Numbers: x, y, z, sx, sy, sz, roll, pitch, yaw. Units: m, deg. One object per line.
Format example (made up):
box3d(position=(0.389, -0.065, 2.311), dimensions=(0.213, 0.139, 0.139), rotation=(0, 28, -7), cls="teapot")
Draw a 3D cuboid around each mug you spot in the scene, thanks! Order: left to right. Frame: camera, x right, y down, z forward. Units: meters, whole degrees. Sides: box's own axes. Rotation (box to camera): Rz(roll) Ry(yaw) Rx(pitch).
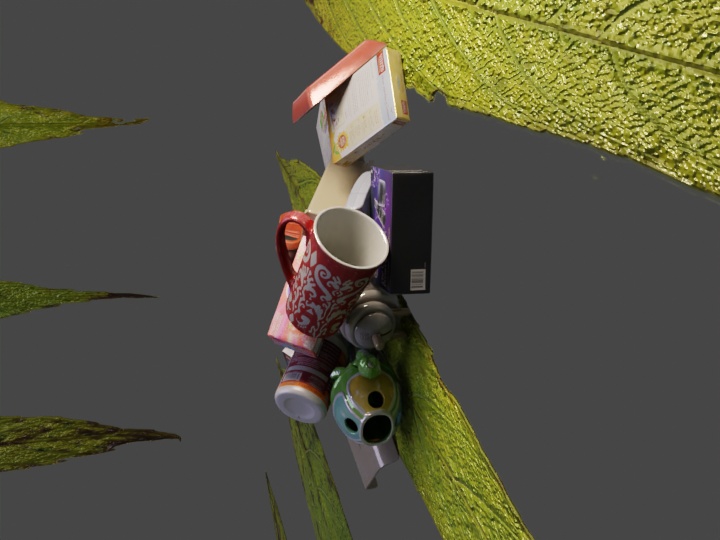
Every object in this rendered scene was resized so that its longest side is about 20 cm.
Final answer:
box3d(position=(-0.059, -0.005, 1.366), dimensions=(0.178, 0.132, 0.201), rotation=(52, 138, 25), cls="mug")

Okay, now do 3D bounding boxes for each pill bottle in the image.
box3d(position=(-0.088, 0.192, 1.602), dimensions=(0.110, 0.108, 0.202), rotation=(106, -175, -52), cls="pill bottle")

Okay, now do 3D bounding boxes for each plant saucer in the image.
box3d(position=(-0.054, -0.381, 1.601), dimensions=(0.037, 0.199, 0.200), rotation=(50, 169, -10), cls="plant saucer")

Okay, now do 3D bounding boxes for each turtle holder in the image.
box3d(position=(0.023, 0.237, 1.494), dimensions=(0.188, 0.139, 0.132), rotation=(-62, 26, 22), cls="turtle holder")

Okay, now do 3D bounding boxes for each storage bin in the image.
box3d(position=(-0.055, -0.102, 1.667), dimensions=(0.200, 0.092, 0.202), rotation=(102, -175, -47), cls="storage bin")

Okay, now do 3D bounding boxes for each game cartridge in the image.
box3d(position=(0.013, -0.106, 1.484), dimensions=(0.201, 0.040, 0.135), rotation=(-61, -32, -60), cls="game cartridge")

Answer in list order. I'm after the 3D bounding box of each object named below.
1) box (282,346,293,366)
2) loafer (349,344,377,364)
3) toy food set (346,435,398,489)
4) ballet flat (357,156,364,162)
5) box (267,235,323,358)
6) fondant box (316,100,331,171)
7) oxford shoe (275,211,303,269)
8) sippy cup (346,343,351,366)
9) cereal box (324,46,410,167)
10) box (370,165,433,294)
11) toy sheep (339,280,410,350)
box3d(position=(-0.074, 0.236, 1.734), dimensions=(0.040, 0.198, 0.138), rotation=(-52, -18, -20), cls="box")
box3d(position=(0.007, 0.150, 1.657), dimensions=(0.070, 0.069, 0.203), rotation=(-122, 31, -47), cls="loafer")
box3d(position=(0.025, 0.357, 1.667), dimensions=(0.201, 0.059, 0.145), rotation=(109, 143, -58), cls="toy food set")
box3d(position=(-0.019, -0.207, 1.752), dimensions=(0.068, 0.067, 0.201), rotation=(61, 162, 19), cls="ballet flat")
box3d(position=(-0.095, 0.052, 1.528), dimensions=(0.103, 0.093, 0.203), rotation=(81, -153, -77), cls="box")
box3d(position=(-0.054, -0.319, 1.857), dimensions=(0.145, 0.057, 0.202), rotation=(105, 157, -49), cls="fondant box")
box3d(position=(-0.144, -0.069, 1.698), dimensions=(0.201, 0.070, 0.074), rotation=(-67, -13, -64), cls="oxford shoe")
box3d(position=(-0.046, 0.122, 1.770), dimensions=(0.179, 0.138, 0.131), rotation=(53, 142, 18), cls="sippy cup")
box3d(position=(0.010, -0.300, 1.497), dimensions=(0.199, 0.039, 0.147), rotation=(-26, 64, 47), cls="cereal box")
box3d(position=(0.067, -0.073, 1.378), dimensions=(0.141, 0.077, 0.204), rotation=(-137, 47, -74), cls="box")
box3d(position=(0.017, 0.079, 1.482), dimensions=(0.201, 0.135, 0.140), rotation=(-118, 29, -60), cls="toy sheep")
